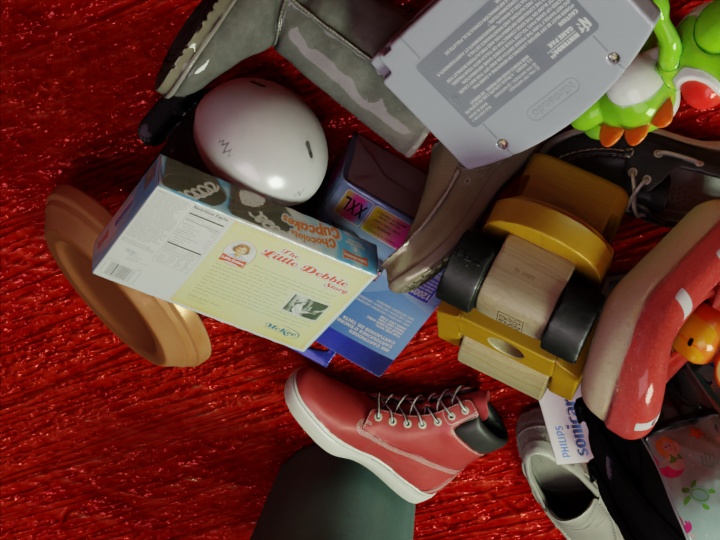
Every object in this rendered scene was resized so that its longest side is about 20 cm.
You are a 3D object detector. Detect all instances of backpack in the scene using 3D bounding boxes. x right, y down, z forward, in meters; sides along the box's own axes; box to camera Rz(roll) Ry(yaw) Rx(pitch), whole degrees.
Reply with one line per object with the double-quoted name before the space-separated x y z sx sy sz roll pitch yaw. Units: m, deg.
"backpack" 0.272 0.179 1.175 0.149 0.201 0.179 -15 125 -1

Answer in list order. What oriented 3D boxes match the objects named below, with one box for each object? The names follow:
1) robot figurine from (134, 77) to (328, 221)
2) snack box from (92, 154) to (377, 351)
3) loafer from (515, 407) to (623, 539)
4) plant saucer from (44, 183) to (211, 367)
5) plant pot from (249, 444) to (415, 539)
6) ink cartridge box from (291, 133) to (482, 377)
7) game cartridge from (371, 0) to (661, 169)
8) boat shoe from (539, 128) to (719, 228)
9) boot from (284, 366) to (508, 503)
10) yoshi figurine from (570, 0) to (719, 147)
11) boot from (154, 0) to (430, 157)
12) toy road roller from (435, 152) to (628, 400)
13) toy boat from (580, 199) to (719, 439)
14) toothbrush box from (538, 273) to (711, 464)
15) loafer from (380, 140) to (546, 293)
"robot figurine" -0.111 -0.070 1.223 0.149 0.126 0.200 22 133 -26
"snack box" -0.098 -0.009 1.168 0.198 0.037 0.116 22 134 -26
"loafer" 0.201 0.220 1.410 0.069 0.070 0.201 -20 121 25
"plant saucer" -0.211 0.013 1.289 0.200 0.037 0.201 40 160 18
"plant pot" -0.031 0.288 1.433 0.198 0.197 0.202 7 128 8
"ink cartridge box" 0.000 0.000 1.285 0.136 0.077 0.200 29 129 -10
"game cartridge" 0.114 -0.162 1.063 0.133 0.041 0.200 47 131 -8
"boat shoe" 0.240 -0.067 1.172 0.198 0.061 0.074 9 129 -5
"boot" 0.038 0.127 1.378 0.199 0.073 0.144 35 126 -25
"yoshi figurine" 0.234 -0.171 1.081 0.199 0.112 0.113 -26 107 35
"boot" -0.035 -0.154 1.139 0.200 0.073 0.182 39 86 -21
"toy road roller" 0.143 0.003 1.159 0.122 0.147 0.200 26 162 11
"toy boat" 0.257 0.052 1.105 0.130 0.200 0.131 36 151 23
"toothbrush box" 0.254 0.083 1.284 0.198 0.086 0.147 -8 126 17
"loafer" 0.077 -0.068 1.174 0.068 0.200 0.076 39 169 5
